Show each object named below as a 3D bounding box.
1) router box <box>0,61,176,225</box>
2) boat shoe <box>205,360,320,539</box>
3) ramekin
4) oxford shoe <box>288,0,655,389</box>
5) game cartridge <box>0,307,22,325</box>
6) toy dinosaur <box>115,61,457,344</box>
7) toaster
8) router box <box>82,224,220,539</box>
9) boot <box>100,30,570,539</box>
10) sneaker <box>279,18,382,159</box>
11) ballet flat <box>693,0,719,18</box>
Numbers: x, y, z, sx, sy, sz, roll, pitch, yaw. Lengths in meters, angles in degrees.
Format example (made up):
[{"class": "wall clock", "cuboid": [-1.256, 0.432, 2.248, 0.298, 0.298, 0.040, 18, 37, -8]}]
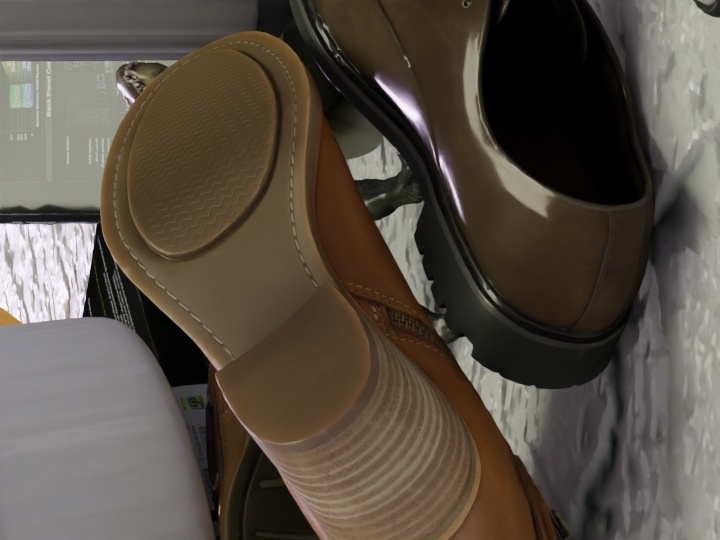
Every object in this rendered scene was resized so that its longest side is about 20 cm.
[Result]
[{"class": "router box", "cuboid": [-0.100, -0.118, 1.081, 0.149, 0.062, 0.201, 1, 91, 37]}, {"class": "boat shoe", "cuboid": [-0.018, 0.071, 0.962, 0.068, 0.071, 0.201, 112, 160, -57]}, {"class": "ramekin", "cuboid": [-0.118, 0.112, 1.012, 0.200, 0.097, 0.202, 169, 90, -72]}, {"class": "oxford shoe", "cuboid": [0.037, -0.069, 0.794, 0.201, 0.072, 0.085, 60, 144, 33]}, {"class": "game cartridge", "cuboid": [-0.183, 0.072, 1.302, 0.032, 0.176, 0.201, -36, 43, 15]}, {"class": "toy dinosaur", "cuboid": [0.000, 0.000, 0.895, 0.088, 0.047, 0.201, -35, 86, 36]}, {"class": "toaster", "cuboid": [-0.106, -0.130, 0.912, 0.200, 0.128, 0.114, -145, 53, -68]}, {"class": "router box", "cuboid": [-0.076, 0.078, 1.136, 0.201, 0.051, 0.150, -110, 26, -44]}, {"class": "boot", "cuboid": [0.003, 0.029, 0.806, 0.155, 0.077, 0.200, 51, -176, -41]}, {"class": "sneaker", "cuboid": [0.000, -0.126, 0.905, 0.090, 0.067, 0.201, -120, 33, -43]}, {"class": "ballet flat", "cuboid": [0.073, -0.112, 0.679, 0.200, 0.068, 0.068, -113, 13, -48]}]
